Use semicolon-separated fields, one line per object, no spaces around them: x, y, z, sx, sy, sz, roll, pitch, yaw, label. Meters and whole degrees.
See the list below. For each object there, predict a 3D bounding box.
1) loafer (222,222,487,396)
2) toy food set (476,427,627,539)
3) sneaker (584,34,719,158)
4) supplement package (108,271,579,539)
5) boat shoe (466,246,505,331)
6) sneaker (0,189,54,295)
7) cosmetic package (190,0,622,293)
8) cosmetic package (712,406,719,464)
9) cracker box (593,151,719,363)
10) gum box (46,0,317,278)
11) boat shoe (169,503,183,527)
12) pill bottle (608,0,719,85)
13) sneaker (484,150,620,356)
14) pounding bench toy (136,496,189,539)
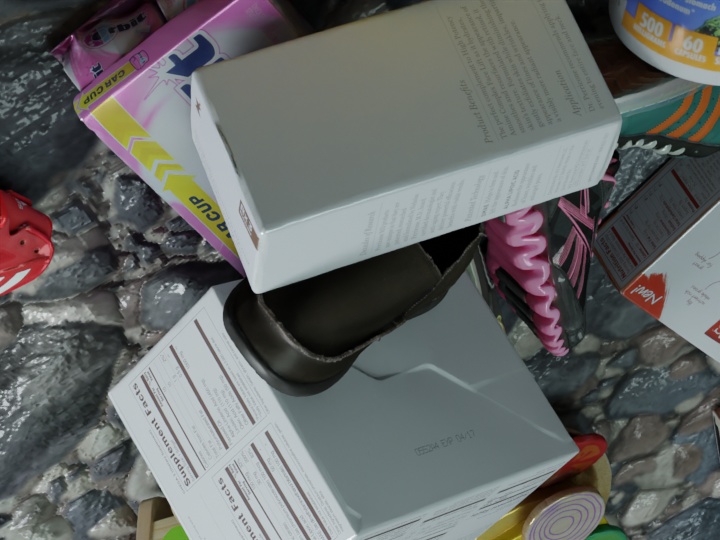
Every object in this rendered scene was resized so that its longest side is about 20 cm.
0.000;0.000;1.299;0.071;0.073;0.200;-45;174;36;loafer
0.085;0.174;1.647;0.197;0.049;0.200;-33;141;2;toy food set
0.170;-0.092;1.397;0.199;0.071;0.081;-20;126;-35;sneaker
-0.008;0.084;1.366;0.199;0.156;0.111;-13;156;-49;supplement package
0.053;0.035;1.502;0.071;0.061;0.203;9;126;24;boat shoe
-0.210;-0.053;1.287;0.115;0.079;0.200;-6;145;-33;sneaker
0.022;-0.072;1.249;0.198;0.102;0.074;-17;156;-13;cosmetic package
0.353;0.115;1.709;0.199;0.088;0.104;-22;135;-6;cosmetic package
0.257;-0.042;1.535;0.200;0.058;0.134;-44;134;16;cracker box
-0.065;-0.085;1.320;0.113;0.066;0.200;-37;136;7;gum box
-0.075;0.123;1.411;0.066;0.201;0.074;9;132;-47;boat shoe
0.203;-0.208;1.310;0.111;0.112;0.201;-9;134;-20;pill bottle
0.120;-0.031;1.472;0.095;0.079;0.201;-32;139;-13;sneaker
-0.054;0.168;1.535;0.155;0.202;0.124;-19;150;40;pounding bench toy
